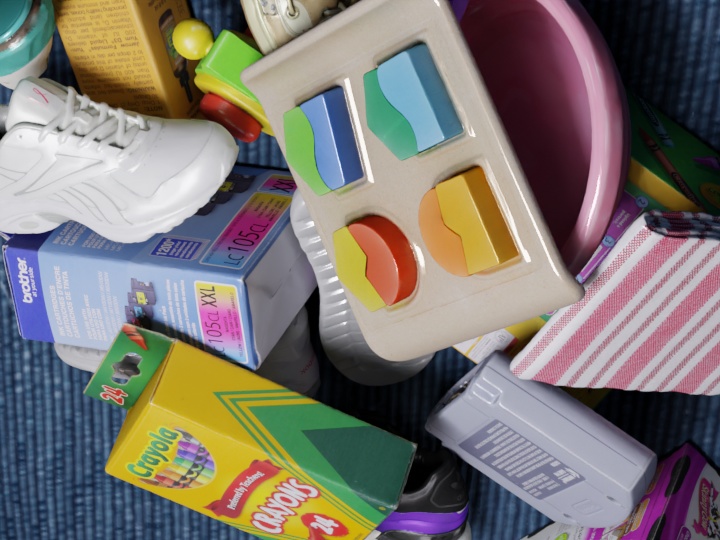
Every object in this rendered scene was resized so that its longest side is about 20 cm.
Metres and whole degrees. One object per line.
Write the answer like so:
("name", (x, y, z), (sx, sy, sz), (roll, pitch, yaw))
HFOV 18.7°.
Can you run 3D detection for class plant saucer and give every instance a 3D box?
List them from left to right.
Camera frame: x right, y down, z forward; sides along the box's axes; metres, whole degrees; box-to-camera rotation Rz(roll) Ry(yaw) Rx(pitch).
("plant saucer", (0.087, -0.077, 1.268), (0.200, 0.051, 0.201), (6, 98, 51))

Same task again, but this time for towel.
("towel", (0.198, 0.020, 1.274), (0.200, 0.030, 0.146), (5, 139, -33))

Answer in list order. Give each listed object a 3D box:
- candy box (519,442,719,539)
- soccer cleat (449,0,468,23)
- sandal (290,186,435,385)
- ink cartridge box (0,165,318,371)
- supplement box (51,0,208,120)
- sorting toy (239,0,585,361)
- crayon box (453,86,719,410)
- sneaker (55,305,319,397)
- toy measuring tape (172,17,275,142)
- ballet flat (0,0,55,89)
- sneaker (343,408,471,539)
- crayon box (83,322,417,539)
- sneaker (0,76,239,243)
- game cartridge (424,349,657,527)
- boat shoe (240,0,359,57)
("candy box", (0.148, 0.213, 1.436), (0.061, 0.136, 0.200), (46, 130, -11))
("soccer cleat", (0.037, -0.148, 1.244), (0.067, 0.076, 0.200), (38, 142, 18))
("sandal", (0.008, -0.001, 1.408), (0.082, 0.050, 0.203), (-7, 139, 7))
("ink cartridge box", (-0.136, -0.011, 1.412), (0.199, 0.137, 0.077), (6, 123, 21))
("supplement box", (-0.149, -0.162, 1.360), (0.069, 0.067, 0.200), (-5, 119, 27))
("sorting toy", (0.021, -0.048, 1.237), (0.185, 0.036, 0.200), (-22, 97, 53))
("crayon box", (0.141, -0.005, 1.339), (0.119, 0.058, 0.200), (36, 129, -2))
("sneaker", (-0.118, 0.065, 1.489), (0.200, 0.078, 0.100), (4, 135, 29))
("toy measuring tape", (-0.038, -0.096, 1.367), (0.200, 0.074, 0.074), (34, 132, -24))
("ballet flat", (-0.230, -0.150, 1.369), (0.200, 0.067, 0.070), (24, 158, 54))
("sneaker", (-0.019, 0.132, 1.495), (0.200, 0.070, 0.100), (10, 130, 14))
("crayon box", (-0.079, 0.113, 1.385), (0.200, 0.051, 0.127), (24, 150, -7))
("sneaker", (-0.169, -0.074, 1.327), (0.200, 0.078, 0.099), (-4, 135, 30))
("game cartridge", (0.115, 0.112, 1.383), (0.133, 0.041, 0.200), (38, 166, 1))
("boat shoe", (-0.035, -0.187, 1.286), (0.063, 0.073, 0.200), (-8, 118, 32))
